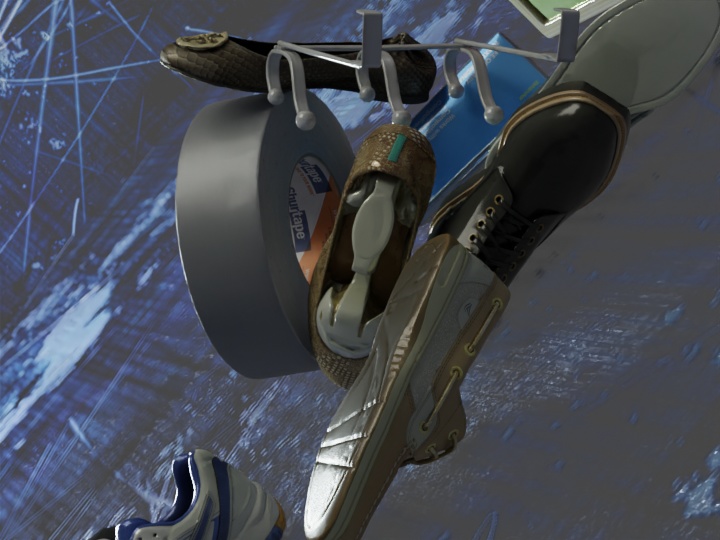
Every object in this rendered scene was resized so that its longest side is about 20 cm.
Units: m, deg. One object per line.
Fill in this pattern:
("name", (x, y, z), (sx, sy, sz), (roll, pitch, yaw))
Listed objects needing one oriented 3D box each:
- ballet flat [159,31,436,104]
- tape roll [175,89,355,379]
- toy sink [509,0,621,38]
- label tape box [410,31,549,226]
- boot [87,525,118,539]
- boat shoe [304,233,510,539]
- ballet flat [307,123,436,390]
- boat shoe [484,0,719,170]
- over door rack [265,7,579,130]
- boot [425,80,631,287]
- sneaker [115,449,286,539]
("ballet flat", (-0.041, -0.149, 1.630), (0.067, 0.199, 0.047), (-120, 37, -62))
("tape roll", (-0.057, -0.026, 1.662), (0.066, 0.201, 0.201), (-9, 29, 23))
("toy sink", (0.138, -0.301, 1.878), (0.112, 0.200, 0.130), (-52, 14, -24))
("label tape box", (0.072, -0.102, 1.691), (0.143, 0.066, 0.200), (-45, -4, 7))
("boot", (-0.229, 0.269, 1.554), (0.200, 0.076, 0.168), (-43, 4, 31))
("boat shoe", (0.032, 0.078, 1.369), (0.201, 0.066, 0.074), (-64, 18, -15))
("ballet flat", (0.000, 0.000, 1.548), (0.065, 0.070, 0.201), (-60, -17, -63))
("boat shoe", (0.162, -0.124, 1.547), (0.200, 0.073, 0.062), (-44, 4, 20))
("over door rack", (0.035, -0.127, 1.523), (0.147, 0.067, 0.200), (-4, 0, -20))
("boot", (0.092, -0.018, 1.479), (0.200, 0.077, 0.139), (-53, 8, 50))
("sneaker", (-0.134, 0.204, 1.485), (0.200, 0.088, 0.075), (-55, 17, -28))
